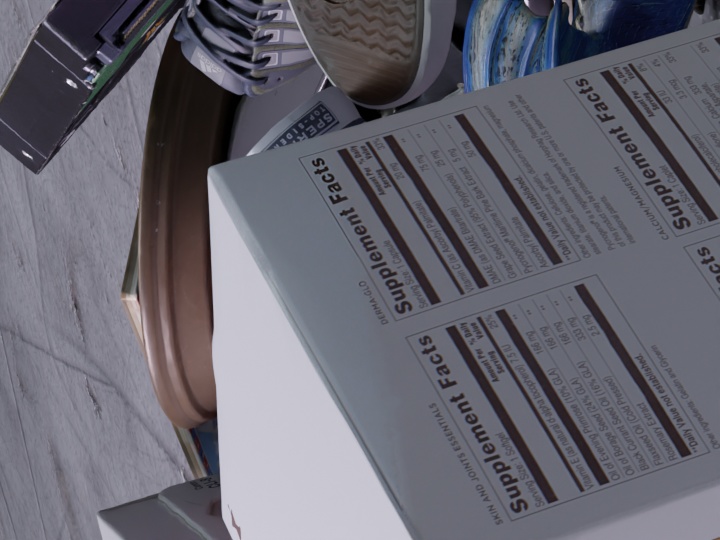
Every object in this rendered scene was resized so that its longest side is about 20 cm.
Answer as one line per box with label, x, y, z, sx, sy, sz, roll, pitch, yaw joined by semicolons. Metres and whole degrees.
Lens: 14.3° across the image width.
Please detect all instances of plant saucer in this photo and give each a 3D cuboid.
plant saucer;-0.063;-0.027;1.308;0.200;0.029;0.200;3;-90;-78

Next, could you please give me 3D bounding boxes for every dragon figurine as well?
dragon figurine;0.070;-0.064;0.878;0.059;0.099;0.200;-144;46;-63

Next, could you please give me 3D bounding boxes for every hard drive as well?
hard drive;-0.095;-0.121;1.221;0.038;0.140;0.200;40;164;-5

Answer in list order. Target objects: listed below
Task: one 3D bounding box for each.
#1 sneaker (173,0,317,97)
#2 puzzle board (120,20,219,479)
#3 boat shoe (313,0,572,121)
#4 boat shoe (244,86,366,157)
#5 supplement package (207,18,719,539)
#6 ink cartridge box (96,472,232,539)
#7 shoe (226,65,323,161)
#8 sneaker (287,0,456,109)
sneaker;-0.035;-0.107;1.096;0.074;0.081;0.200;37;-177;12
puzzle board;-0.075;-0.003;1.370;0.200;0.017;0.151;76;-160;-59
boat shoe;0.026;-0.083;1.064;0.200;0.063;0.073;123;131;-67
boat shoe;0.004;-0.003;1.043;0.086;0.075;0.202;48;171;8
supplement package;0.078;0.044;0.785;0.152;0.200;0.151;91;156;-47
ink cartridge box;-0.021;0.197;1.343;0.145;0.145;0.200;-154;49;-68
shoe;-0.023;0.003;1.290;0.091;0.071;0.200;-159;59;-80
sneaker;0.015;-0.159;0.990;0.073;0.085;0.200;1;103;40
